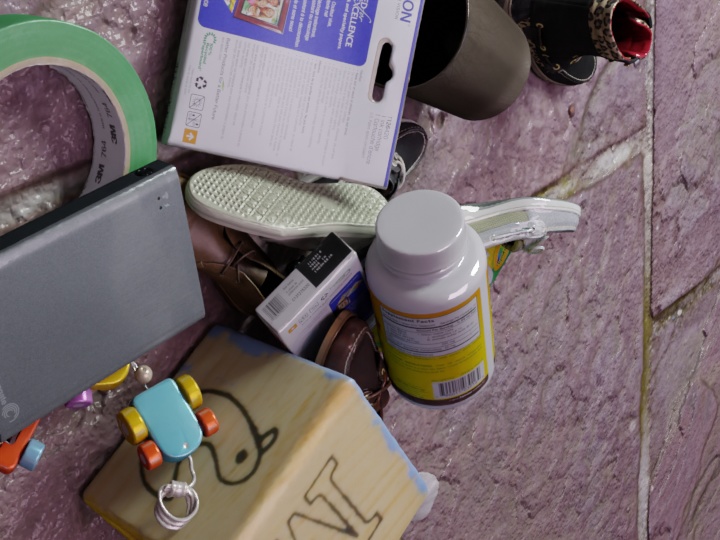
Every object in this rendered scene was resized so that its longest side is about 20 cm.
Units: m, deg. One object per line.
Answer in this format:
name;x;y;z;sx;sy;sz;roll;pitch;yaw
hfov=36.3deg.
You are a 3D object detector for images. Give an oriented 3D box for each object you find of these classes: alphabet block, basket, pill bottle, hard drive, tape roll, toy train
alphabet block;-0.088;0.202;0.986;0.201;0.194;0.197;-54;134;-22
basket;0.076;-0.226;1.060;0.136;0.181;0.199;-44;154;17
pill bottle;0.064;0.027;0.988;0.109;0.108;0.202;-45;145;-28
hard drive;-0.212;0.019;0.831;0.199;0.033;0.142;-33;130;-36
tape roll;-0.245;-0.085;0.817;0.199;0.048;0.204;-19;117;-44
toy train;-0.217;0.130;0.886;0.198;0.056;0.152;24;62;-14

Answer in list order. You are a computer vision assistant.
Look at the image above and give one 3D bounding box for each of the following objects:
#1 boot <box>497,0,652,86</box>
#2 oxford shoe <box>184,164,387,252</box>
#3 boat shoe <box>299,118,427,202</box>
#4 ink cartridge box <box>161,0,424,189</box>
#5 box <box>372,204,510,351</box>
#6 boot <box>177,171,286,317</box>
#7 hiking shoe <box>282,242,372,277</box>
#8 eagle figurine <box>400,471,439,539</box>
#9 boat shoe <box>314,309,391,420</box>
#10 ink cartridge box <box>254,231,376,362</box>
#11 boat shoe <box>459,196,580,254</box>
boot;0.259;-0.261;1.243;0.199;0.149;0.074;34;78;-48
oxford shoe;-0.064;-0.046;0.962;0.197;0.076;0.058;5;142;-33
boat shoe;0.009;-0.091;1.090;0.199;0.060;0.075;-33;126;-37
ink cartridge box;-0.054;-0.186;0.936;0.197;0.047;0.201;10;95;-22
box;0.069;0.023;1.156;0.201;0.116;0.049;-55;135;-18
boot;-0.117;-0.019;0.965;0.074;0.075;0.200;-57;136;-13
hiking shoe;0.000;0.000;1.114;0.199;0.074;0.088;-34;132;-24
eagle figurine;-0.005;0.295;1.146;0.150;0.202;0.151;24;129;-18
boat shoe;-0.002;0.104;1.027;0.071;0.070;0.201;-53;164;-21
ink cartridge box;-0.032;0.040;0.998;0.095;0.037;0.200;-46;160;-8
boat shoe;0.128;-0.035;1.085;0.199;0.074;0.066;-7;91;-23
